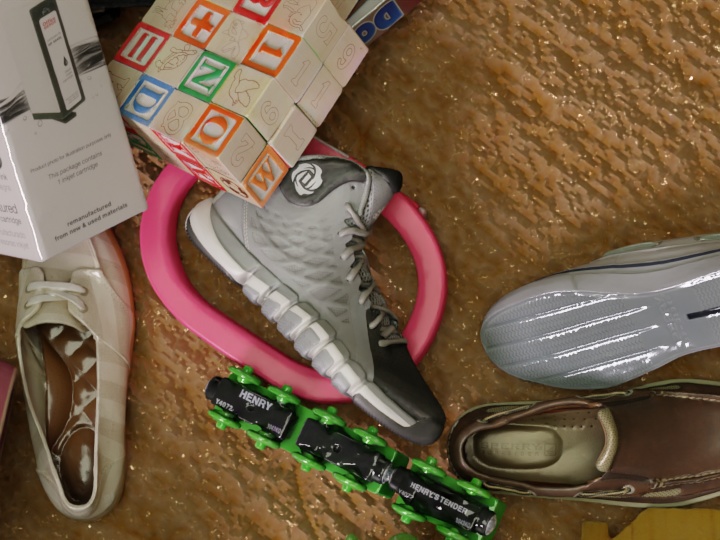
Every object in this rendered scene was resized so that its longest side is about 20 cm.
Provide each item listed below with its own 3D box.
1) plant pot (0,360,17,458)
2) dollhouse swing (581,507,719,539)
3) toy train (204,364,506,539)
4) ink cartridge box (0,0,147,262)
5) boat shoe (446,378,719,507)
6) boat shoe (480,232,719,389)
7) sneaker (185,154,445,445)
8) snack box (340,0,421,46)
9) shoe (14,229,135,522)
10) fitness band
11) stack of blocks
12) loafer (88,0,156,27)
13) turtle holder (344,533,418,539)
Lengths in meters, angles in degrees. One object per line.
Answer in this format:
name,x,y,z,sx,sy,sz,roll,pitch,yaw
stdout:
plant pot,-0.303,0.101,1.248,0.178,0.200,0.202,13,87,-7
dollhouse swing,0.228,0.267,1.236,0.198,0.177,0.183,0,44,8
toy train,-0.004,0.110,1.248,0.199,0.056,0.042,25,86,22
ink cartridge box,-0.219,-0.119,1.227,0.084,0.145,0.201,-29,114,-34
boat shoe,0.150,0.105,1.237,0.201,0.075,0.075,-7,85,7
boat shoe,0.171,0.020,1.249,0.199,0.067,0.074,-8,115,26
sneaker,0.000,0.000,1.232,0.200,0.075,0.116,44,92,8
snack box,-0.031,-0.150,1.289,0.200,0.024,0.072,-40,50,1
shoe,-0.174,0.054,1.294,0.069,0.053,0.202,-6,85,7
fitness band,-0.041,-0.006,1.293,0.199,0.037,0.144,33,93,9
stack of blocks,-0.055,-0.150,1.247,0.115,0.059,0.201,25,76,36
loafer,-0.208,-0.171,1.317,0.198,0.072,0.064,6,106,14
turtle holder,0.034,0.251,1.210,0.131,0.141,0.187,18,76,-8
